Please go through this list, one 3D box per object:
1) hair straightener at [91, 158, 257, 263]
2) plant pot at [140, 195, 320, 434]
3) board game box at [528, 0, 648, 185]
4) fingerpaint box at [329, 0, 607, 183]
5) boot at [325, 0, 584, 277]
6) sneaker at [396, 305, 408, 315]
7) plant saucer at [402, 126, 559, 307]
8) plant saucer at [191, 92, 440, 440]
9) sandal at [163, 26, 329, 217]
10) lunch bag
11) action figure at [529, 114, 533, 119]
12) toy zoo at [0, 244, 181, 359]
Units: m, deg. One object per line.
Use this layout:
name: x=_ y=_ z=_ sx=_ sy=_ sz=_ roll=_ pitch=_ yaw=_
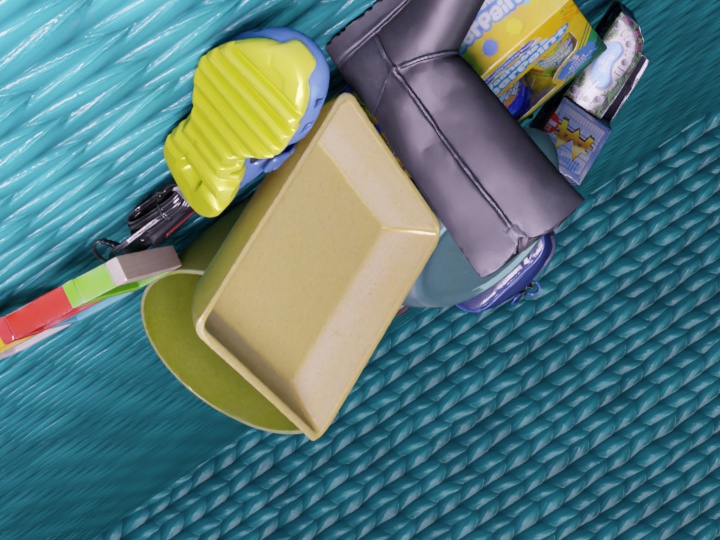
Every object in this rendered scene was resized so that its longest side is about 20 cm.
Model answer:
hair straightener: x=-0.128 y=-0.065 z=1.048 sx=0.199 sy=0.041 sz=0.077 roll=-33 pitch=173 yaw=18
plant pot: x=-0.060 y=0.004 z=1.237 sx=0.187 sy=0.186 sz=0.201 roll=-44 pitch=-170 yaw=52
board game box: x=0.226 y=-0.164 z=1.429 sx=0.201 sy=0.061 sz=0.200 roll=-57 pitch=-178 yaw=17
fingerpaint box: x=0.090 y=-0.155 z=1.139 sx=0.199 sy=0.074 sz=0.167 roll=-40 pitch=164 yaw=12
boot: x=0.091 y=-0.119 z=0.996 sx=0.164 sy=0.201 sz=0.065 roll=-37 pitch=171 yaw=24
sneaker: x=0.000 y=0.000 z=1.374 sx=0.098 sy=0.200 sz=0.071 roll=40 pitch=85 yaw=-39
plant saucer: x=0.099 y=-0.033 z=1.216 sx=0.198 sy=0.036 sz=0.201 roll=-27 pitch=147 yaw=-19
plant saucer: x=-0.038 y=-0.004 z=1.048 sx=0.201 sy=0.048 sz=0.200 roll=-58 pitch=145 yaw=-14
sandal: x=-0.064 y=-0.107 z=0.922 sx=0.087 sy=0.080 sz=0.200 roll=-34 pitch=-179 yaw=-28
lunch bag: x=0.134 y=-0.047 z=1.624 sx=0.136 sy=0.201 sz=0.132 roll=-41 pitch=173 yaw=14
action figure: x=0.117 y=-0.091 z=1.479 sx=0.065 sy=0.100 sz=0.200 roll=-29 pitch=173 yaw=-37
toy zoo: x=-0.243 y=0.037 z=1.090 sx=0.198 sy=0.021 sz=0.131 roll=-27 pitch=179 yaw=11
